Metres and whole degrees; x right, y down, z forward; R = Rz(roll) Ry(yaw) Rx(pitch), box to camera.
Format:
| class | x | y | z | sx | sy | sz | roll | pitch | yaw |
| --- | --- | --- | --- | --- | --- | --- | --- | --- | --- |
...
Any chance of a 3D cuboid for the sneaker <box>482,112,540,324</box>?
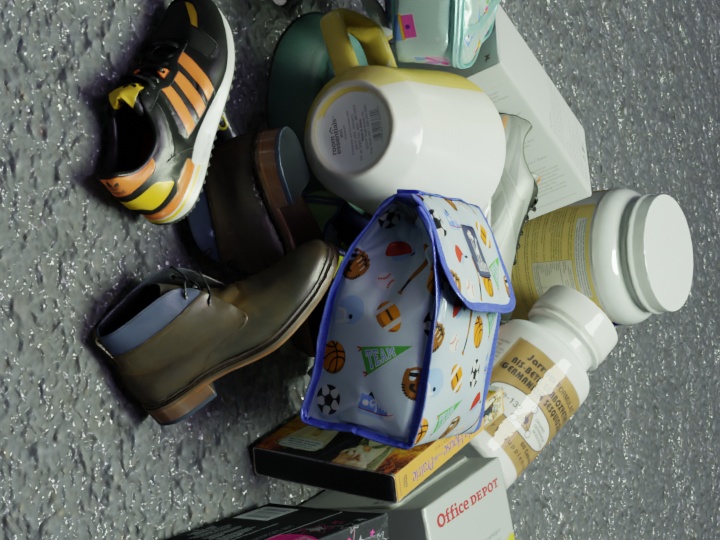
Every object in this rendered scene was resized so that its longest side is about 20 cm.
| class | x | y | z | sx | sy | sz | roll | pitch | yaw |
| --- | --- | --- | --- | --- | --- | --- | --- | --- | --- |
| sneaker | 0.130 | -0.050 | 1.516 | 0.079 | 0.074 | 0.200 | -2 | 90 | -12 |

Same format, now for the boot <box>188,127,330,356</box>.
| class | x | y | z | sx | sy | sz | roll | pitch | yaw |
| --- | --- | --- | --- | --- | --- | --- | --- | --- | --- |
| boot | -0.086 | -0.020 | 1.385 | 0.075 | 0.097 | 0.200 | -51 | 133 | -64 |

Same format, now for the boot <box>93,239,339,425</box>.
| class | x | y | z | sx | sy | sz | roll | pitch | yaw |
| --- | --- | --- | --- | --- | --- | --- | --- | --- | --- |
| boot | -0.113 | 0.026 | 1.288 | 0.200 | 0.075 | 0.097 | -42 | 120 | -1 |

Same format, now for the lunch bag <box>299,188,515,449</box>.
| class | x | y | z | sx | sy | sz | roll | pitch | yaw |
| --- | --- | --- | --- | --- | --- | --- | --- | --- | --- |
| lunch bag | 0.050 | 0.036 | 1.351 | 0.170 | 0.124 | 0.200 | 5 | 96 | -68 |

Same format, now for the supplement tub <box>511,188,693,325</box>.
| class | x | y | z | sx | sy | sz | roll | pitch | yaw |
| --- | --- | --- | --- | --- | --- | --- | --- | --- | --- |
| supplement tub | 0.238 | -0.011 | 1.757 | 0.145 | 0.200 | 0.146 | 10 | 78 | -54 |

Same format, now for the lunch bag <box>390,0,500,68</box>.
| class | x | y | z | sx | sy | sz | roll | pitch | yaw |
| --- | --- | --- | --- | --- | --- | --- | --- | --- | --- |
| lunch bag | 0.079 | -0.261 | 1.426 | 0.200 | 0.077 | 0.161 | -54 | 145 | -64 |

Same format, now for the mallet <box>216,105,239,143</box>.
| class | x | y | z | sx | sy | sz | roll | pitch | yaw |
| --- | --- | --- | --- | --- | --- | --- | --- | --- | --- |
| mallet | -0.094 | -0.047 | 1.428 | 0.200 | 0.066 | 0.041 | 59 | 4 | -11 |

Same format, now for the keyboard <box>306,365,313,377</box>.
| class | x | y | z | sx | sy | sz | roll | pitch | yaw |
| --- | --- | --- | --- | --- | --- | --- | --- | --- | --- |
| keyboard | 0.026 | 0.026 | 1.481 | 0.200 | 0.056 | 0.011 | -46 | 109 | -3 |

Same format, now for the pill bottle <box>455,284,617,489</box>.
| class | x | y | z | sx | sy | sz | roll | pitch | yaw |
| --- | --- | --- | --- | --- | --- | --- | --- | --- | --- |
| pill bottle | 0.163 | 0.114 | 1.649 | 0.200 | 0.114 | 0.114 | -46 | 127 | -18 |

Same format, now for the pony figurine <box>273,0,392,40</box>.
| class | x | y | z | sx | sy | sz | roll | pitch | yaw |
| --- | --- | --- | --- | --- | --- | --- | --- | --- | --- |
| pony figurine | -0.018 | -0.305 | 1.495 | 0.200 | 0.166 | 0.193 | 46 | 18 | -38 |

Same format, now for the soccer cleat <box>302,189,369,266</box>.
| class | x | y | z | sx | sy | sz | roll | pitch | yaw |
| --- | --- | --- | --- | --- | --- | --- | --- | --- | --- |
| soccer cleat | 0.000 | 0.000 | 1.511 | 0.200 | 0.084 | 0.065 | 51 | 46 | -39 |

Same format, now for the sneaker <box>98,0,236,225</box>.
| class | x | y | z | sx | sy | sz | roll | pitch | yaw |
| --- | --- | --- | --- | --- | --- | --- | --- | --- | --- |
| sneaker | -0.158 | -0.142 | 1.311 | 0.090 | 0.070 | 0.200 | 32 | 62 | -53 |

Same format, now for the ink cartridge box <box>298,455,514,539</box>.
| class | x | y | z | sx | sy | sz | roll | pitch | yaw |
| --- | --- | --- | --- | --- | --- | --- | --- | --- | --- |
| ink cartridge box | 0.052 | 0.283 | 1.497 | 0.145 | 0.145 | 0.200 | -22 | 104 | -55 |

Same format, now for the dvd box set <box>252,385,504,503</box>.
| class | x | y | z | sx | sy | sz | roll | pitch | yaw |
| --- | --- | --- | --- | --- | --- | --- | --- | --- | --- |
| dvd box set | 0.020 | 0.142 | 1.467 | 0.200 | 0.146 | 0.029 | -30 | 122 | -52 |

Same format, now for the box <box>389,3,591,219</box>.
| class | x | y | z | sx | sy | sz | roll | pitch | yaw |
| --- | --- | --- | --- | --- | --- | --- | --- | --- | --- |
| box | 0.125 | -0.145 | 1.604 | 0.200 | 0.124 | 0.098 | 49 | 30 | -39 |

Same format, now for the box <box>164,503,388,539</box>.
| class | x | y | z | sx | sy | sz | roll | pitch | yaw |
| --- | --- | --- | --- | --- | --- | --- | --- | --- | --- |
| box | -0.081 | 0.266 | 1.318 | 0.200 | 0.132 | 0.115 | -9 | 97 | -55 |

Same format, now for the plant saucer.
| class | x | y | z | sx | sy | sz | roll | pitch | yaw |
| --- | --- | --- | --- | --- | --- | --- | --- | --- | --- |
| plant saucer | -0.013 | -0.146 | 1.556 | 0.200 | 0.036 | 0.200 | 9 | 79 | -55 |

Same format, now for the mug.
| class | x | y | z | sx | sy | sz | roll | pitch | yaw |
| --- | --- | --- | --- | --- | --- | --- | --- | --- | --- |
| mug | 0.015 | -0.121 | 1.432 | 0.150 | 0.187 | 0.153 | -58 | 154 | 12 |
